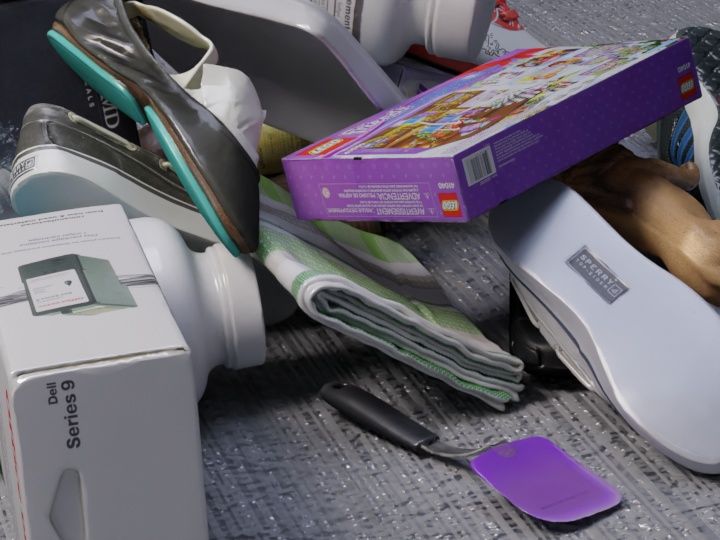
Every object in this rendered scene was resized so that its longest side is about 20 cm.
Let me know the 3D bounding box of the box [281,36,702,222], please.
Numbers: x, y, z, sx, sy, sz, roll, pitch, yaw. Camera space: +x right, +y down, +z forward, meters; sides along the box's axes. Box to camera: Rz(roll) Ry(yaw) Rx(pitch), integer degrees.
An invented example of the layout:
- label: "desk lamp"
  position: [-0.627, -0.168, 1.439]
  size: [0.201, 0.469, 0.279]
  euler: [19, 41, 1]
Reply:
- label: "box"
  position: [0.074, -0.078, 1.254]
  size: [0.199, 0.039, 0.136]
  euler: [-28, 20, -38]

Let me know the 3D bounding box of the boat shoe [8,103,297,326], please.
- label: "boat shoe"
  position: [-0.112, -0.033, 1.304]
  size: [0.071, 0.200, 0.064]
  euler: [-30, 44, 34]

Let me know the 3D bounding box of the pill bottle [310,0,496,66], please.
- label: "pill bottle"
  position: [-0.016, -0.190, 1.418]
  size: [0.199, 0.111, 0.111]
  euler: [14, 25, 10]

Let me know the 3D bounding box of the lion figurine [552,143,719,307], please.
- label: "lion figurine"
  position: [0.171, -0.023, 1.264]
  size: [0.122, 0.073, 0.200]
  euler: [6, 13, -42]

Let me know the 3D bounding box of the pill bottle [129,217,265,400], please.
- label: "pill bottle"
  position: [-0.155, 0.033, 1.230]
  size: [0.199, 0.112, 0.111]
  euler: [-9, 22, -10]

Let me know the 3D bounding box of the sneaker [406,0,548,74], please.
- label: "sneaker"
  position: [0.059, -0.190, 1.490]
  size: [0.200, 0.109, 0.067]
  euler: [21, 10, 11]

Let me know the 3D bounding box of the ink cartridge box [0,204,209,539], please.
- label: "ink cartridge box"
  position: [-0.129, 0.072, 1.080]
  size: [0.083, 0.147, 0.200]
  euler: [-9, 22, -12]

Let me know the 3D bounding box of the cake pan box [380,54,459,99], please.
- label: "cake pan box"
  position: [0.054, -0.118, 1.550]
  size: [0.183, 0.053, 0.200]
  euler: [10, 12, -32]

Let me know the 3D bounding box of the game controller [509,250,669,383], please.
- label: "game controller"
  position: [0.138, 0.016, 1.315]
  size: [0.104, 0.042, 0.200]
  euler: [10, 23, 0]

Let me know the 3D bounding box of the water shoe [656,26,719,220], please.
- label: "water shoe"
  position: [0.232, -0.067, 1.454]
  size: [0.071, 0.079, 0.201]
  euler: [7, 45, -13]

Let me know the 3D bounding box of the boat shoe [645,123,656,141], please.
- label: "boat shoe"
  position: [0.270, -0.103, 1.533]
  size: [0.062, 0.072, 0.200]
  euler: [-14, 19, -29]

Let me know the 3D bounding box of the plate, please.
- label: "plate"
  position: [-0.055, -0.129, 1.353]
  size: [0.199, 0.032, 0.200]
  euler: [20, -12, 33]

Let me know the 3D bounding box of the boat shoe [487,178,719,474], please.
- label: "boat shoe"
  position: [0.140, 0.033, 1.185]
  size: [0.073, 0.065, 0.200]
  euler: [-30, 57, -7]

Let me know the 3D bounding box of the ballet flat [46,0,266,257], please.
- label: "ballet flat"
  position: [-0.098, -0.094, 1.241]
  size: [0.068, 0.068, 0.200]
  euler: [-38, 61, -7]

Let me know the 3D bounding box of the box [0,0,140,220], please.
- label: "box"
  position: [-0.238, -0.055, 1.335]
  size: [0.199, 0.198, 0.117]
  euler: [-18, 16, -29]

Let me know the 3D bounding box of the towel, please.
- label: "towel"
  position: [0.000, 0.000, 1.268]
  size: [0.149, 0.031, 0.200]
  euler: [27, 11, -28]

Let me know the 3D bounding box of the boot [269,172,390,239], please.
- label: "boot"
  position: [-0.056, -0.038, 1.454]
  size: [0.145, 0.071, 0.200]
  euler: [-12, 14, 6]

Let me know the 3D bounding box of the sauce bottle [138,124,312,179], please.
- label: "sauce bottle"
  position: [-0.108, -0.077, 1.557]
  size: [0.199, 0.065, 0.065]
  euler: [-6, 21, -6]

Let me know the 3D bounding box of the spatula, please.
- label: "spatula"
  position: [0.045, 0.088, 1.162]
  size: [0.056, 0.021, 0.199]
  euler: [-15, 22, -38]
